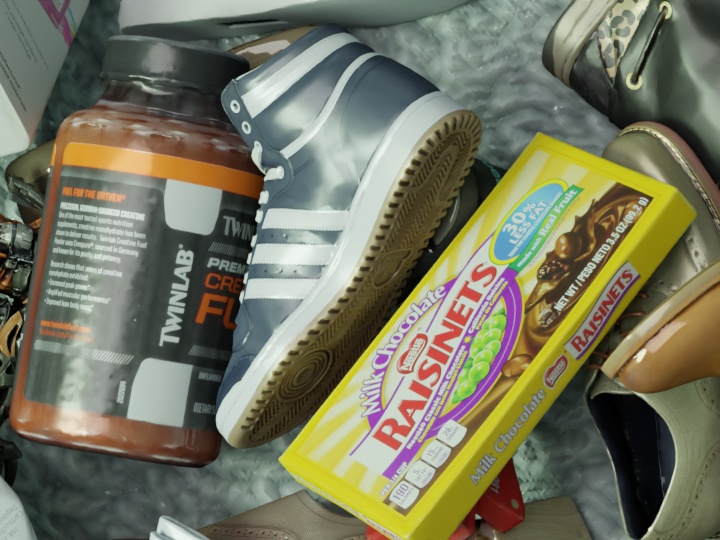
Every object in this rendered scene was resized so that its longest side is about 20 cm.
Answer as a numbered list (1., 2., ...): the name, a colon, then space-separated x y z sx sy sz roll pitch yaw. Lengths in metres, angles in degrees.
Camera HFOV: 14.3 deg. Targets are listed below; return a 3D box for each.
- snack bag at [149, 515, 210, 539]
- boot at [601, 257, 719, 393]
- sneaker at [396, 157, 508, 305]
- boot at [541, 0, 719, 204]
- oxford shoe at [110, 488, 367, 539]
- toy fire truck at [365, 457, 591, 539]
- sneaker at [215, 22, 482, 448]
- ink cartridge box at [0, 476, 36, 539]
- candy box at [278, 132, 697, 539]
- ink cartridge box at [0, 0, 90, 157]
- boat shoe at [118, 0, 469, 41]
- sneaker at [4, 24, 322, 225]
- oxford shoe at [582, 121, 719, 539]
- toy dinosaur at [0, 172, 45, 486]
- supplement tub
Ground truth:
1. snack bag: -0.036 0.238 1.388 0.200 0.021 0.189 25 117 21
2. boot: 0.219 0.056 1.282 0.155 0.200 0.077 63 151 11
3. sneaker: 0.000 0.000 1.425 0.200 0.079 0.076 -27 76 37
4. boot: 0.197 -0.120 1.354 0.200 0.073 0.151 -46 67 15
5. oxford shoe: -0.049 0.149 1.433 0.200 0.071 0.073 4 56 26
6. toy fire truck: 0.068 0.118 1.357 0.049 0.141 0.200 -34 30 33
7. sneaker: -0.033 -0.021 1.353 0.108 0.070 0.200 41 111 24
8. ink cartridge box: -0.184 0.154 1.415 0.200 0.162 0.050 45 64 -7
9. candy box: 0.057 0.031 1.304 0.200 0.026 0.102 -52 38 -10
10. ink cartridge box: -0.223 -0.131 1.469 0.144 0.200 0.085 -15 121 19
11. boat shoe: -0.034 -0.160 1.465 0.200 0.071 0.070 -3 83 29
12. sneaker: -0.086 -0.060 1.481 0.200 0.070 0.076 -24 90 23
13. oxford shoe: 0.138 0.030 1.333 0.071 0.074 0.200 -17 84 50
14. toy dinosaur: -0.175 0.032 1.455 0.200 0.102 0.136 34 80 11
15. supplement tub: -0.104 -0.010 1.392 0.107 0.107 0.200 9 88 24
